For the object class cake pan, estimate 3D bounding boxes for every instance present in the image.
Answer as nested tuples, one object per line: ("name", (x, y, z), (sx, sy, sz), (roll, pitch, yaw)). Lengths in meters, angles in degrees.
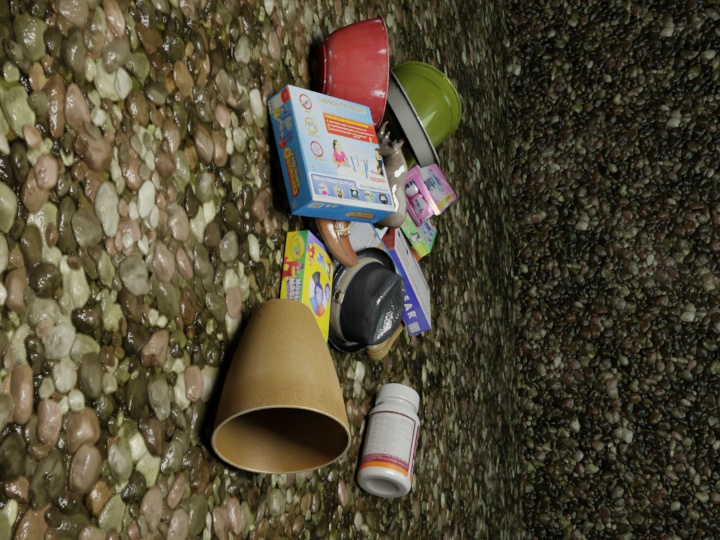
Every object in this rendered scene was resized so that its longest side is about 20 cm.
("cake pan", (0.089, -0.281, 1.481), (0.203, 0.036, 0.200), (61, 4, -8))

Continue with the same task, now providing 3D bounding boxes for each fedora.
("fedora", (0.025, 0.064, 1.430), (0.198, 0.091, 0.205), (-18, 117, -40))

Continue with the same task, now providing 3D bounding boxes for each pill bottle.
("pill bottle", (0.061, 0.337, 1.559), (0.110, 0.107, 0.203), (64, 30, -45))

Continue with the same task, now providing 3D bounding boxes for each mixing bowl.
("mixing bowl", (-0.021, -0.358, 1.416), (0.200, 0.106, 0.205), (179, -90, -78))

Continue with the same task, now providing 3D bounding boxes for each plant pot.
("plant pot", (0.093, -0.311, 1.681), (0.194, 0.197, 0.203), (-56, 139, -40))
("plant pot", (-0.107, 0.148, 1.082), (0.188, 0.183, 0.203), (61, 20, -48))

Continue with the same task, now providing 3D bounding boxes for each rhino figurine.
("rhino figurine", (0.049, -0.172, 1.444), (0.059, 0.086, 0.205), (-14, 108, -53))

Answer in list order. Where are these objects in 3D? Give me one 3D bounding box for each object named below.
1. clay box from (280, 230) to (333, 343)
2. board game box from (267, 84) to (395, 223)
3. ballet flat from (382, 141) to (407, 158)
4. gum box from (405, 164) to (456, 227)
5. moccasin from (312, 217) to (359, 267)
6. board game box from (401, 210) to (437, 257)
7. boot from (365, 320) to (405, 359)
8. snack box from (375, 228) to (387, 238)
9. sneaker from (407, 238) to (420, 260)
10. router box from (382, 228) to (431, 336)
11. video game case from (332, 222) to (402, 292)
("clay box", (-0.090, 0.051, 1.292), (0.115, 0.047, 0.204), (44, 45, -61))
("board game box", (-0.046, -0.186, 1.282), (0.198, 0.055, 0.200), (4, 67, -47))
("ballet flat", (0.046, -0.208, 1.560), (0.199, 0.069, 0.072), (173, -87, -71))
("gum box", (0.144, -0.178, 1.749), (0.115, 0.066, 0.200), (57, 23, -4))
("moccasin", (-0.043, -0.105, 1.340), (0.074, 0.076, 0.205), (-15, 85, -79))
("board game box", (0.100, -0.141, 1.738), (0.202, 0.029, 0.135), (56, 24, -11))
("boot", (0.032, 0.053, 1.598), (0.176, 0.065, 0.203), (-65, 144, -53))
("snack box", (-0.018, -0.112, 1.469), (0.117, 0.037, 0.202), (-58, 139, -30))
("sneaker", (0.125, -0.059, 1.849), (0.200, 0.075, 0.075), (22, 64, -69))
("router box", (0.092, 0.007, 1.676), (0.180, 0.048, 0.203), (-81, 148, -65))
("video game case", (0.000, 0.000, 1.470), (0.144, 0.018, 0.201), (-54, 134, -22))
